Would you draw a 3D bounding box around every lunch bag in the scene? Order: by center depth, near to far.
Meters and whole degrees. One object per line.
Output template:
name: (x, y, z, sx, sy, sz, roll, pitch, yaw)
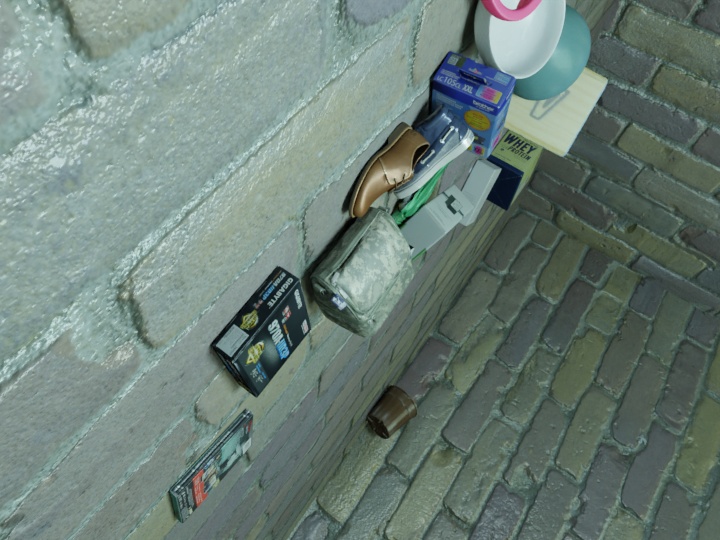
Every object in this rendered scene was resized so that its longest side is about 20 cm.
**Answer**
lunch bag: (0.000, 0.000, 1.012, 0.201, 0.138, 0.169, -52, 147, -21)

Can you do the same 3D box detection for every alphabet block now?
alphabet block: (0.439, -0.420, 1.336, 0.196, 0.198, 0.198, -79, -166, -72)

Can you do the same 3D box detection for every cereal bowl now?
cereal bowl: (0.282, -0.464, 1.010, 0.198, 0.083, 0.203, -15, 119, -28)

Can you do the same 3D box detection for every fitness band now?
fitness band: (0.267, -0.514, 0.899, 0.143, 0.037, 0.202, 27, 93, -41)

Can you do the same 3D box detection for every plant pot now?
plant pot: (0.364, -0.475, 1.144, 0.134, 0.199, 0.202, -1, 123, -54)
plant pot: (0.147, 0.714, 2.722, 0.198, 0.200, 0.202, -36, 155, -33)

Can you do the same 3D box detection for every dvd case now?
dvd case: (-0.279, 0.375, 1.050, 0.200, 0.022, 0.147, -45, 160, -37)

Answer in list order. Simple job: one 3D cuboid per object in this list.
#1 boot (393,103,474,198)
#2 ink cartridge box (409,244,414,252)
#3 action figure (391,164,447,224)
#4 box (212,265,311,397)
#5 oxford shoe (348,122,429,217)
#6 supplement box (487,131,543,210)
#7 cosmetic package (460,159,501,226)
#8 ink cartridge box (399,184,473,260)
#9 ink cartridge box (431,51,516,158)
boot: (0.117, -0.230, 1.063, 0.199, 0.090, 0.073, -38, -158, 30)
ink cartridge box: (0.035, 0.012, 1.189, 0.039, 0.099, 0.202, -34, 152, -57)
action figure: (0.134, -0.185, 1.206, 0.201, 0.054, 0.118, -52, 166, 4)
box: (-0.152, 0.107, 0.889, 0.160, 0.046, 0.201, -52, 163, -23)
oxford shoe: (0.050, -0.167, 0.955, 0.201, 0.071, 0.071, -54, 165, -11)
supplement box: (0.535, -0.367, 1.945, 0.200, 0.133, 0.201, -50, 163, -25)
cosmetic package: (0.373, -0.254, 1.777, 0.101, 0.071, 0.202, -25, 144, -62)
ink cartridge box: (0.172, -0.113, 1.328, 0.146, 0.083, 0.200, -42, 177, 37)
ink cartridge box: (0.206, -0.316, 1.025, 0.077, 0.135, 0.200, -58, 165, -16)
